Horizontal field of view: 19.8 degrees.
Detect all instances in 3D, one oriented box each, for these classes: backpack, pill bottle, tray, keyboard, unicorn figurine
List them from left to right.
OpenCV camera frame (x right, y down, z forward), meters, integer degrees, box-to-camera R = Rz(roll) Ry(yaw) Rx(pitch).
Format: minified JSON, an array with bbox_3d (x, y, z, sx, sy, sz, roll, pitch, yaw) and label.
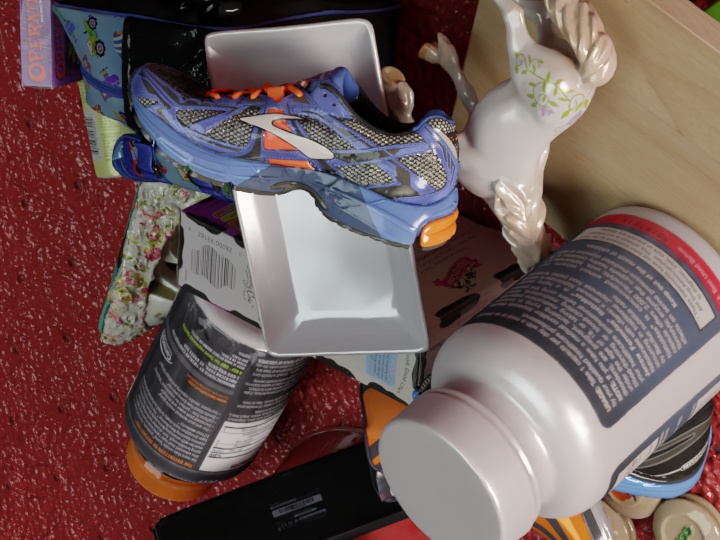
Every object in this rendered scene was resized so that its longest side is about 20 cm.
[{"bbox_3d":[-0.094,-0.127,1.309,0.199,0.182,0.135,13,109,41],"label":"backpack"},{"bbox_3d":[-0.104,0.079,1.465,0.106,0.106,0.200,45,133,17],"label":"pill bottle"},{"bbox_3d":[-0.035,0.180,1.378,0.127,0.199,0.021,-113,3,-49],"label":"keyboard"},{"bbox_3d":[-0.022,-0.047,1.193,0.107,0.022,0.201,-2,110,25],"label":"tray"},{"bbox_3d":[0.080,-0.082,1.139,0.138,0.074,0.200,51,152,12],"label":"unicorn figurine"},{"bbox_3d":[0.108,0.063,1.121,0.119,0.200,0.120,34,144,29],"label":"pill bottle"}]

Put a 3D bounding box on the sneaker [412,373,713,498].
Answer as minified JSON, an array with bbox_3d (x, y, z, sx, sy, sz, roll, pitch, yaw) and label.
[{"bbox_3d":[0.122,0.082,1.232,0.071,0.199,0.083,-120,44,-60],"label":"sneaker"}]

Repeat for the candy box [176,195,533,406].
[{"bbox_3d":[0.000,0.000,1.316,0.199,0.136,0.061,26,126,32],"label":"candy box"}]

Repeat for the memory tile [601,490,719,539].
[{"bbox_3d":[0.182,0.218,1.338,0.153,0.017,0.200,41,131,20],"label":"memory tile"}]

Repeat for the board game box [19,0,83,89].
[{"bbox_3d":[-0.188,-0.227,1.368,0.032,0.120,0.201,5,103,15],"label":"board game box"}]

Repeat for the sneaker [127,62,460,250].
[{"bbox_3d":[-0.033,-0.081,1.139,0.199,0.075,0.079,19,108,6],"label":"sneaker"}]

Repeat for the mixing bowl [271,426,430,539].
[{"bbox_3d":[-0.020,0.223,1.457,0.200,0.108,0.201,20,122,34],"label":"mixing bowl"}]

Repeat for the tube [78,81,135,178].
[{"bbox_3d":[-0.180,-0.168,1.467,0.058,0.052,0.201,-10,102,1],"label":"tube"}]

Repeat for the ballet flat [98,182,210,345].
[{"bbox_3d":[-0.141,-0.009,1.487,0.064,0.076,0.200,29,131,9],"label":"ballet flat"}]

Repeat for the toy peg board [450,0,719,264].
[{"bbox_3d":[0.167,-0.104,1.167,0.200,0.098,0.200,41,147,21],"label":"toy peg board"}]

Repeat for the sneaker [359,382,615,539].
[{"bbox_3d":[0.070,0.132,1.312,0.200,0.112,0.078,52,165,26],"label":"sneaker"}]
